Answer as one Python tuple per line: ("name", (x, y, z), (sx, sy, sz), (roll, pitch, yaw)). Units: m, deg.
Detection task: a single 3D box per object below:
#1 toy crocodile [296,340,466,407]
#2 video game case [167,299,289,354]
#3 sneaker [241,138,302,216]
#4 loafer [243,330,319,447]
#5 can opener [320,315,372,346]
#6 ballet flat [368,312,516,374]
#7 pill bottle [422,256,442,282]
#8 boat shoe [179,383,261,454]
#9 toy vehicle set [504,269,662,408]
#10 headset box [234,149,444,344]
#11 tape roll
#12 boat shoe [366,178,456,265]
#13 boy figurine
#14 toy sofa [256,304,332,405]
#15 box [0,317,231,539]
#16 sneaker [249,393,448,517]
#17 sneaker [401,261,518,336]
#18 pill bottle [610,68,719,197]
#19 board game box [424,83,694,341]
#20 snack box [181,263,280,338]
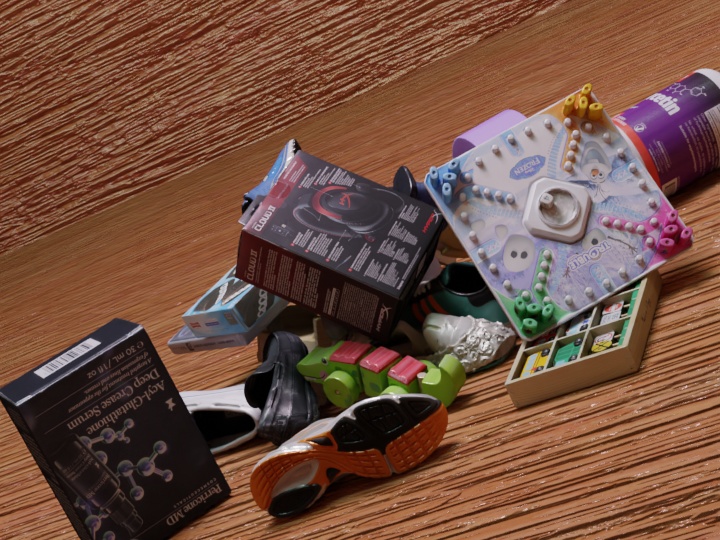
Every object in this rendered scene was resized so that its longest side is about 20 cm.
("toy crocodile", (0.019, 0.104, 1.464), (0.198, 0.062, 0.067), (12, 36, 40))
("video game case", (-0.124, 0.025, 1.755), (0.200, 0.023, 0.181), (-47, 19, -30))
("sneaker", (-0.100, -0.091, 1.721), (0.088, 0.079, 0.200), (-25, 18, 16))
("loafer", (-0.090, 0.121, 1.550), (0.069, 0.069, 0.201), (12, 24, -15))
("can opener", (0.000, 0.000, 1.582), (0.053, 0.067, 0.202), (-14, 43, 28))
("ballet flat", (0.066, 0.079, 1.511), (0.198, 0.072, 0.072), (-16, 17, 39))
("pill bottle", (0.012, 0.016, 1.746), (0.110, 0.112, 0.199), (-32, 14, -20))
("boat shoe", (-0.186, 0.173, 1.627), (0.198, 0.074, 0.065), (-22, 10, 26))
("toy vehicle set", (0.216, 0.057, 1.387), (0.123, 0.027, 0.200), (-21, 15, 25))
("headset box", (-0.029, -0.031, 1.525), (0.076, 0.198, 0.149), (105, -168, -45))
("tape roll", (0.175, -0.067, 1.547), (0.065, 0.202, 0.200), (-28, 14, -8))
("boat shoe", (0.061, -0.056, 1.791), (0.070, 0.199, 0.064), (13, 81, 40))
("boy figurine", (0.128, -0.066, 1.705), (0.065, 0.198, 0.125), (-105, 34, -46))
("toy sofa", (-0.048, 0.093, 1.680), (0.082, 0.099, 0.199), (-7, 4, -25))
("box", (-0.250, 0.174, 1.475), (0.148, 0.202, 0.107), (-32, 16, -20))
("sneaker", (-0.009, 0.157, 1.363), (0.198, 0.076, 0.092), (-23, 10, 14))
("sneaker", (0.095, 0.026, 1.567), (0.198, 0.081, 0.071), (-1, 27, 44))
("pill bottle", (0.375, -0.160, 1.694), (0.198, 0.113, 0.112), (-29, 14, -9))
("board game box", (0.193, -0.062, 1.422), (0.198, 0.201, 0.026), (-28, -20, -9))
("snack box", (-0.106, -0.001, 1.687), (0.200, 0.037, 0.116), (-46, 20, -31))
